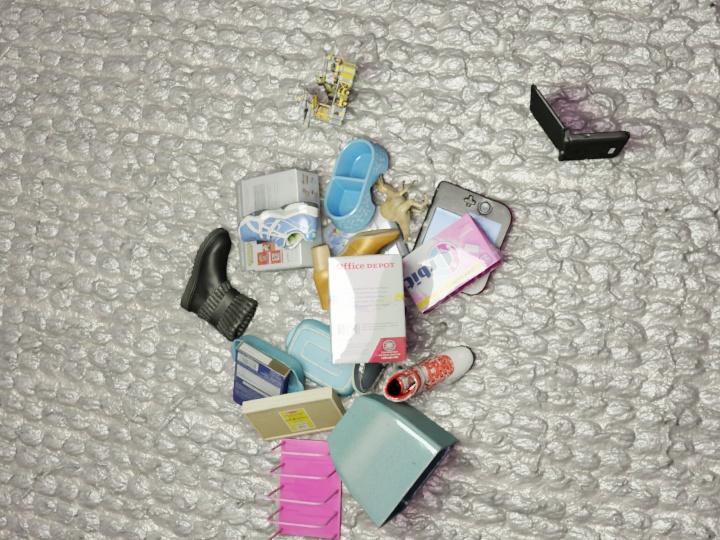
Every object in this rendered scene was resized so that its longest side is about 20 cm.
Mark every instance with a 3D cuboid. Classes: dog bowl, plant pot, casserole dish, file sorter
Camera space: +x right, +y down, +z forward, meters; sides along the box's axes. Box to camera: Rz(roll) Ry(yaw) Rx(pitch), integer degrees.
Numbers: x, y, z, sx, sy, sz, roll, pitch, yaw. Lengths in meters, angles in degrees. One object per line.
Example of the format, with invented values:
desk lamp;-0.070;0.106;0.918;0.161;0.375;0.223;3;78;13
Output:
dog bowl;-0.014;-0.184;1.624;0.110;0.049;0.203;11;78;33
plant pot;0.049;0.356;1.554;0.199;0.195;0.197;40;96;18
casserole dish;-0.190;0.203;1.646;0.198;0.122;0.039;25;49;25
casserole dish;-0.076;0.186;1.650;0.198;0.039;0.123;28;94;11
file sorter;-0.119;0.465;1.611;0.136;0.125;0.204;1;88;12

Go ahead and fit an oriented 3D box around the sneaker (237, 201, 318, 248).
sneaker;-0.170;-0.081;1.556;0.198;0.075;0.079;-13;77;34

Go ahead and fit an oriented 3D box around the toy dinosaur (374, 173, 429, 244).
toy dinosaur;0.091;-0.128;1.609;0.100;0.059;0.202;-21;55;-3

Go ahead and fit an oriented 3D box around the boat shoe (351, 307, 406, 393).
boat shoe;0.043;0.161;1.601;0.061;0.075;0.202;11;72;47

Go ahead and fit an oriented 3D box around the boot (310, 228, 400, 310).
boot;0.000;0.000;1.608;0.198;0.071;0.146;-15;101;-2

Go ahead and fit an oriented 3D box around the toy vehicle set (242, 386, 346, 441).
toy vehicle set;-0.134;0.303;1.626;0.196;0.125;0.027;-12;48;11

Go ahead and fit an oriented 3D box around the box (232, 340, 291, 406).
box;-0.212;0.242;1.639;0.120;0.032;0.202;28;138;12

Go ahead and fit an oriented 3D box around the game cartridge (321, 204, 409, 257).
game cartridge;-0.009;-0.054;1.655;0.198;0.042;0.135;-25;87;10

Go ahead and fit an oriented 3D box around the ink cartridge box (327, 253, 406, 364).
ink cartridge box;0.011;0.074;1.493;0.142;0.145;0.204;-2;87;-1

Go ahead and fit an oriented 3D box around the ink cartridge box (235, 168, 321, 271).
ink cartridge box;-0.175;-0.102;1.656;0.173;0.083;0.204;-5;86;33

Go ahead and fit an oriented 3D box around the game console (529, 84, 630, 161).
game console;0.415;-0.284;1.487;0.173;0.200;0.119;-2;88;12

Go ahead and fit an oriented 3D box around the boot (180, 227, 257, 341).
boot;-0.289;0.031;1.687;0.156;0.079;0.214;27;104;19

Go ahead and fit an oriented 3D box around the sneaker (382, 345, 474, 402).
sneaker;0.138;0.213;1.574;0.199;0.108;0.068;-23;84;10

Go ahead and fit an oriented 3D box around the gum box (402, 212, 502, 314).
gum box;0.181;-0.015;1.568;0.199;0.066;0.114;-35;76;13

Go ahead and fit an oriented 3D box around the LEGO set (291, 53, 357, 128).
LEGO set;-0.080;-0.375;1.605;0.114;0.200;0.156;14;105;-5

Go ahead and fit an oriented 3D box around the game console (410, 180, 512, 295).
game console;0.207;-0.065;1.610;0.175;0.031;0.203;23;92;12
